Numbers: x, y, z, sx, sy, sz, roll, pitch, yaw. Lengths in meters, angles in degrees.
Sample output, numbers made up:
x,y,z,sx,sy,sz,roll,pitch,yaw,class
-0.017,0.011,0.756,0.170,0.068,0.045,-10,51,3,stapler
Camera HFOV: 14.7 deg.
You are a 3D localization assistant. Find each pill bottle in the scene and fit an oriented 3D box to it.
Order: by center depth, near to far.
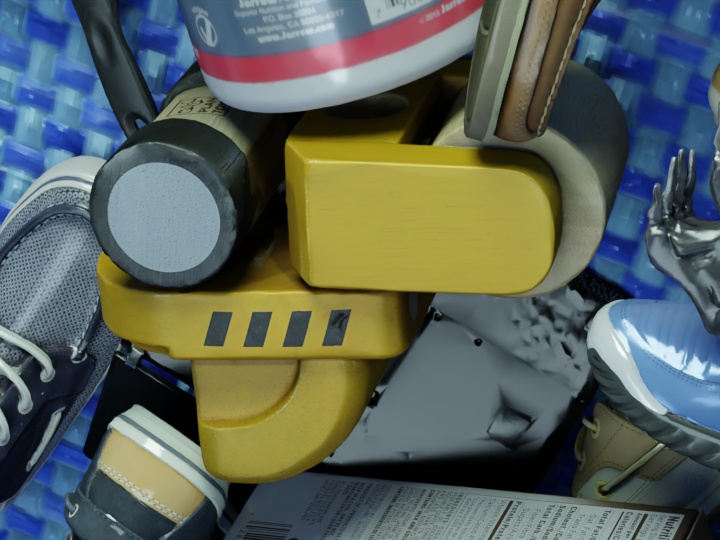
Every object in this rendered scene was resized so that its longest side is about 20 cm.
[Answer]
x,y,z,sx,sy,sz,roll,pitch,yaw,class
-0.028,-0.169,0.985,0.119,0.120,0.200,-7,115,25,pill bottle

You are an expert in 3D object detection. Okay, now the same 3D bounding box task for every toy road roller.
x,y,z,sx,sy,sz,roll,pitch,yaw,class
0.000,0.000,1.048,0.200,0.123,0.146,0,112,13,toy road roller

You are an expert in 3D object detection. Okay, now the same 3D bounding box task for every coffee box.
x,y,z,sx,sy,sz,roll,pitch,yaw,class
0.047,0.150,1.081,0.200,0.080,0.114,3,134,34,coffee box

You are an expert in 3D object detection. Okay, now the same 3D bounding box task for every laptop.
x,y,z,sx,sy,sz,roll,pitch,yaw,class
-0.005,0.048,1.167,0.177,0.103,0.200,31,99,2,laptop

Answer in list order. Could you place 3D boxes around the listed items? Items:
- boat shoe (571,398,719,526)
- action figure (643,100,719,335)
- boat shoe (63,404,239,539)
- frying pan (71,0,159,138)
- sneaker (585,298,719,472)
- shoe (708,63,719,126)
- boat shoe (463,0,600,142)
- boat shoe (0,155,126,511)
x,y,z,sx,sy,sz,roll,pitch,yaw,class
0.124,0.068,1.096,0.200,0.074,0.066,-38,87,32,boat shoe
0.195,-0.022,0.898,0.200,0.119,0.102,4,110,33,action figure
-0.087,0.109,1.148,0.075,0.062,0.200,33,167,8,boat shoe
-0.105,-0.137,1.088,0.190,0.031,0.115,45,125,-11,frying pan
0.179,0.037,0.973,0.200,0.076,0.077,14,121,9,sneaker
0.198,0.000,1.011,0.200,0.070,0.053,41,106,0,shoe
0.090,-0.133,0.945,0.068,0.072,0.200,17,94,-6,boat shoe
-0.151,0.048,1.175,0.075,0.093,0.200,29,125,4,boat shoe
